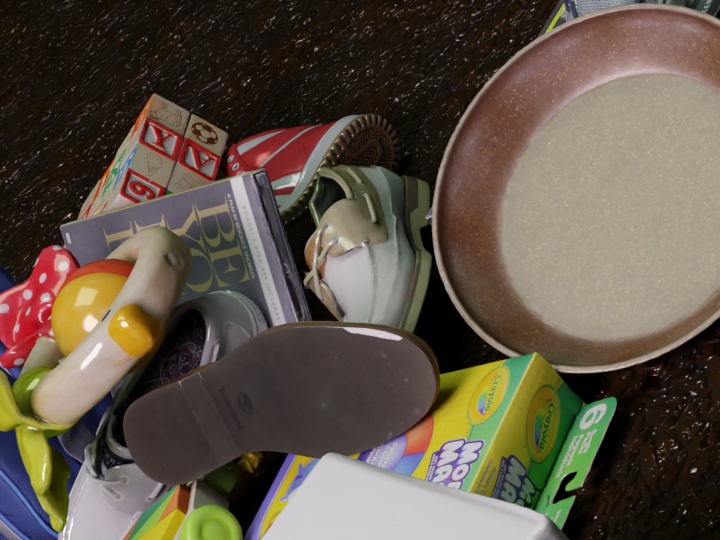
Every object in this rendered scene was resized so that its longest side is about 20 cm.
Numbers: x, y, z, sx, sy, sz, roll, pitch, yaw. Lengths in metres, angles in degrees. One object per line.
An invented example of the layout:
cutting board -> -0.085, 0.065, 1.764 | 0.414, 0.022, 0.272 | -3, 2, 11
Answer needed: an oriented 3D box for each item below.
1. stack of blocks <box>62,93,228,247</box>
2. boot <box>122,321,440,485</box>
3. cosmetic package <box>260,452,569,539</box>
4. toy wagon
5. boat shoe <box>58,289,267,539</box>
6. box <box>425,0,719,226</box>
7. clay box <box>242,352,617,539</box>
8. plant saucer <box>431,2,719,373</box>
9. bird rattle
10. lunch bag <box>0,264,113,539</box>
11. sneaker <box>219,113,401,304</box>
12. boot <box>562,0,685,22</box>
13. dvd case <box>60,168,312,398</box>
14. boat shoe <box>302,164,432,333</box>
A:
stack of blocks -> -0.167, -0.006, 1.523 | 0.200, 0.058, 0.116 | -53, 16, 35
boot -> -0.032, 0.058, 1.185 | 0.199, 0.074, 0.075 | -15, 9, 38
cosmetic package -> 0.019, 0.205, 0.867 | 0.200, 0.165, 0.165 | -52, 26, -16
toy wagon -> -0.115, 0.170, 1.217 | 0.155, 0.039, 0.201 | -41, 17, 54
boat shoe -> -0.124, 0.100, 1.298 | 0.072, 0.068, 0.200 | 44, 107, 23
box -> 0.144, -0.097, 1.294 | 0.160, 0.044, 0.201 | -10, 41, 51
clay box -> 0.030, 0.107, 1.138 | 0.199, 0.048, 0.115 | -18, 35, 48
plant saucer -> 0.132, -0.038, 1.155 | 0.199, 0.037, 0.202 | -13, 62, 26
bird rattle -> -0.148, 0.041, 1.257 | 0.163, 0.113, 0.200 | -37, 11, 29
lunch bag -> -0.243, 0.084, 1.408 | 0.132, 0.200, 0.136 | -26, 25, 30
sneaker -> -0.067, -0.023, 1.464 | 0.112, 0.071, 0.200 | 1, 42, 51
boot -> 0.128, -0.186, 1.296 | 0.073, 0.090, 0.201 | -34, 26, 19
dvd case -> -0.100, 0.028, 1.361 | 0.016, 0.150, 0.199 | -21, 6, -42
boat shoe -> 0.000, 0.000, 1.303 | 0.200, 0.068, 0.075 | -90, 19, -65
